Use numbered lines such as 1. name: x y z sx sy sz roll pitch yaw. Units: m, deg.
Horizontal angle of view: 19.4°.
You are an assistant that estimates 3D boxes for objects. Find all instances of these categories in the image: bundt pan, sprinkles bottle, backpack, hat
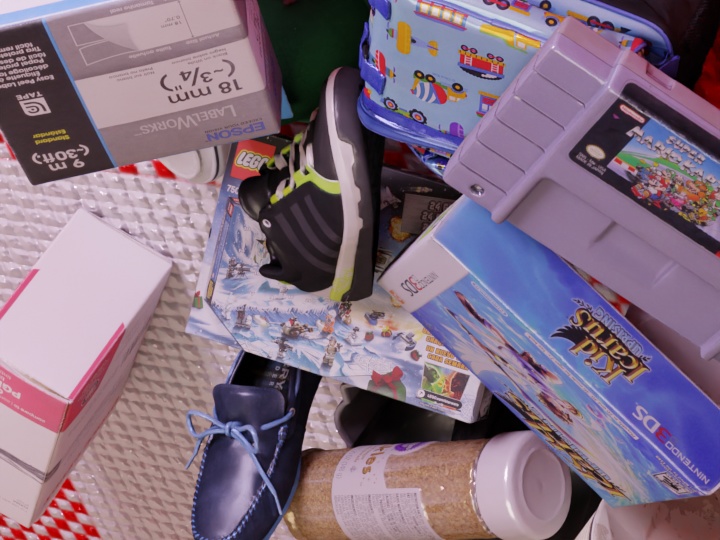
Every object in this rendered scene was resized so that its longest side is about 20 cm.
1. bundt pan: 0.088 0.104 1.401 0.201 0.076 0.202 20 142 16
2. sprinkles bottle: 0.039 0.143 1.361 0.199 0.068 0.068 -9 128 41
3. backpack: 0.086 -0.104 1.117 0.182 0.135 0.200 23 144 10
4. hat: -0.098 -0.094 1.215 0.199 0.176 0.166 12 141 25

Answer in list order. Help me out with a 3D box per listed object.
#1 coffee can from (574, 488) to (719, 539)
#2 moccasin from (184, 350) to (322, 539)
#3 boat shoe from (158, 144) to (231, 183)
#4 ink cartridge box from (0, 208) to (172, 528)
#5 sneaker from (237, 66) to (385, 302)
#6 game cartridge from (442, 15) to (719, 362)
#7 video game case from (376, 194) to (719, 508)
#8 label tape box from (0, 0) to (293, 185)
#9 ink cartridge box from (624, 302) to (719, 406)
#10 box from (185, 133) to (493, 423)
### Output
1. coffee can: 0.173 0.242 1.339 0.146 0.147 0.200 30 133 2
2. moccasin: -0.076 0.092 1.394 0.080 0.201 0.068 1 148 23
3. boat shoe: -0.151 -0.122 1.317 0.072 0.066 0.200 -1 133 37
4. ink cartridge box: -0.223 0.074 1.526 0.083 0.147 0.200 31 143 2
5. sneaker: -0.031 -0.040 1.200 0.082 0.072 0.200 6 146 2
6. game cartridge: 0.150 -0.029 1.023 0.200 0.038 0.130 33 147 -5
7. video game case: 0.106 0.048 1.166 0.200 0.045 0.181 44 169 -1
8. label tape box: -0.119 -0.102 1.125 0.143 0.064 0.200 -12 147 5
9. ink cartridge box: 0.247 0.003 1.132 0.125 0.129 0.200 40 144 -13
10. box: 0.000 0.000 1.307 0.199 0.040 0.138 17 98 19
